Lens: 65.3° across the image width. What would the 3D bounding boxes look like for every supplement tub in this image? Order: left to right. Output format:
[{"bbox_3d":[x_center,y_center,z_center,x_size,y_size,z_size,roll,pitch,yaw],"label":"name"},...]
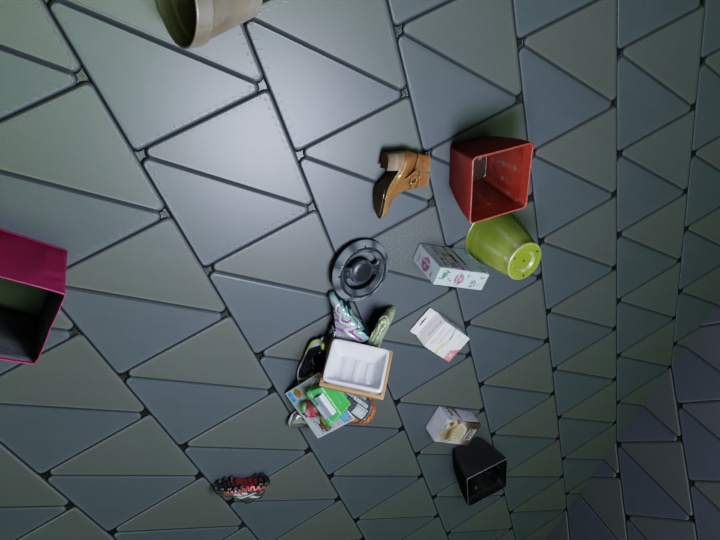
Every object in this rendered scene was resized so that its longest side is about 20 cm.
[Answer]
[{"bbox_3d":[-0.040,0.440,1.910,0.122,0.123,0.200,-42,129,3],"label":"supplement tub"}]

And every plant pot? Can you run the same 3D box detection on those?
[{"bbox_3d":[-0.297,-0.564,1.125,0.172,0.199,0.203,-25,130,-31],"label":"plant pot"},{"bbox_3d":[0.496,0.842,2.403,0.196,0.178,0.203,-20,126,-14],"label":"plant pot"},{"bbox_3d":[0.358,-0.285,1.628,0.196,0.177,0.203,-17,127,-17],"label":"plant pot"},{"bbox_3d":[0.472,-0.073,1.809,0.197,0.193,0.204,-13,125,-19],"label":"plant pot"}]

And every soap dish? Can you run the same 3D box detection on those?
[{"bbox_3d":[-0.012,0.303,1.704,0.196,0.160,0.082,11,147,6],"label":"soap dish"}]

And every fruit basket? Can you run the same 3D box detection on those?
[{"bbox_3d":[-0.135,0.433,1.781,0.199,0.094,0.187,-36,91,33],"label":"fruit basket"}]

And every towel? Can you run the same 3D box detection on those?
[{"bbox_3d":[0.056,0.217,1.822,0.036,0.148,0.203,27,107,8],"label":"towel"}]

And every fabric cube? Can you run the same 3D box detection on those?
[{"bbox_3d":[-0.781,0.052,1.238,0.194,0.200,0.202,20,109,-36],"label":"fabric cube"}]

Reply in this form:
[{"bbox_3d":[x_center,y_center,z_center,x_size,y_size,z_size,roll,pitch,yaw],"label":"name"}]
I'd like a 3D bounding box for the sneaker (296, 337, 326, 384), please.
[{"bbox_3d":[-0.154,0.310,1.795,0.070,0.083,0.203,0,119,-26],"label":"sneaker"}]

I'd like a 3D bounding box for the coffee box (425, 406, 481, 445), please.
[{"bbox_3d":[0.377,0.628,2.269,0.197,0.080,0.116,17,111,-34],"label":"coffee box"}]

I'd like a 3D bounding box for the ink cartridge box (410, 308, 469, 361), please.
[{"bbox_3d":[0.279,0.228,1.977,0.199,0.068,0.117,33,101,-38],"label":"ink cartridge box"}]

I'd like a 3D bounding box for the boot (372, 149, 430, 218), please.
[{"bbox_3d":[0.122,-0.242,1.603,0.152,0.074,0.203,-5,124,-29],"label":"boot"}]

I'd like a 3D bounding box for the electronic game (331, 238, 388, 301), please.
[{"bbox_3d":[0.000,0.000,1.707,0.197,0.042,0.204,-14,119,-26],"label":"electronic game"}]

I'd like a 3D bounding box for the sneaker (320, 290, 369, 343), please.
[{"bbox_3d":[-0.076,0.169,1.755,0.138,0.078,0.201,-29,110,16],"label":"sneaker"}]

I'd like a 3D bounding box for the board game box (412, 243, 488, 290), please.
[{"bbox_3d":[0.286,-0.013,1.781,0.197,0.148,0.065,8,119,-30],"label":"board game box"}]

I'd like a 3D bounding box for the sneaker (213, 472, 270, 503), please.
[{"bbox_3d":[-0.415,0.766,1.953,0.197,0.071,0.099,6,115,-31],"label":"sneaker"}]

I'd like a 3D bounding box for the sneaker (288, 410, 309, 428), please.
[{"bbox_3d":[-0.148,0.508,1.923,0.196,0.082,0.078,-10,124,-22],"label":"sneaker"}]
